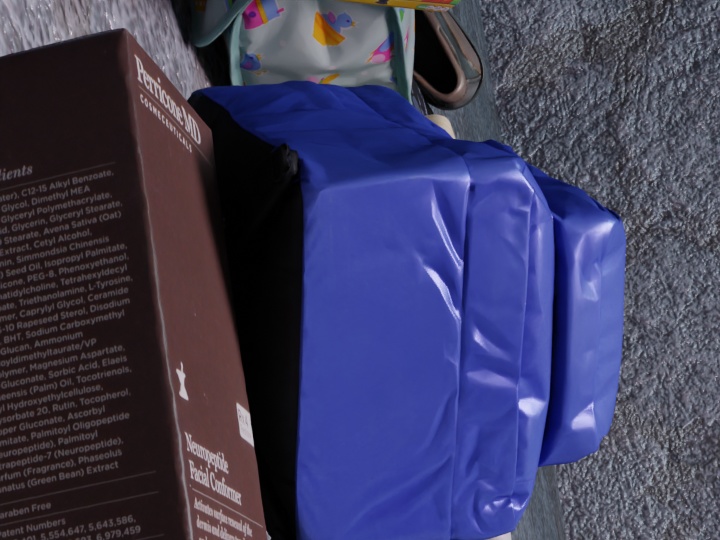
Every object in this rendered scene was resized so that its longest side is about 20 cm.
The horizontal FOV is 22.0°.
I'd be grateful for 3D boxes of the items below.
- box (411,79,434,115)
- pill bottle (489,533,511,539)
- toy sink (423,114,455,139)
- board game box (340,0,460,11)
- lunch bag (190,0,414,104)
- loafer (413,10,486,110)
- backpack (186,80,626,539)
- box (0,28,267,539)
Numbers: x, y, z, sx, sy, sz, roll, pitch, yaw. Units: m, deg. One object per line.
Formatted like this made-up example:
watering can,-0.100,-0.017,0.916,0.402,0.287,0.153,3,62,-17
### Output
box,0.015,-0.036,1.247,0.200,0.085,0.165,45,34,-74
pill bottle,0.021,0.087,1.041,0.201,0.110,0.112,-94,168,-45
toy sink,0.000,0.000,0.970,0.112,0.129,0.201,69,14,-44
board game box,-0.034,-0.216,0.882,0.199,0.057,0.167,-1,69,-41
lunch bag,-0.036,-0.186,1.016,0.200,0.121,0.172,71,10,-67
loafer,0.012,-0.193,1.273,0.200,0.072,0.063,47,12,0
backpack,0.003,0.011,0.752,0.200,0.166,0.164,-146,-120,-62
box,-0.081,0.036,0.603,0.100,0.074,0.202,50,27,-71
